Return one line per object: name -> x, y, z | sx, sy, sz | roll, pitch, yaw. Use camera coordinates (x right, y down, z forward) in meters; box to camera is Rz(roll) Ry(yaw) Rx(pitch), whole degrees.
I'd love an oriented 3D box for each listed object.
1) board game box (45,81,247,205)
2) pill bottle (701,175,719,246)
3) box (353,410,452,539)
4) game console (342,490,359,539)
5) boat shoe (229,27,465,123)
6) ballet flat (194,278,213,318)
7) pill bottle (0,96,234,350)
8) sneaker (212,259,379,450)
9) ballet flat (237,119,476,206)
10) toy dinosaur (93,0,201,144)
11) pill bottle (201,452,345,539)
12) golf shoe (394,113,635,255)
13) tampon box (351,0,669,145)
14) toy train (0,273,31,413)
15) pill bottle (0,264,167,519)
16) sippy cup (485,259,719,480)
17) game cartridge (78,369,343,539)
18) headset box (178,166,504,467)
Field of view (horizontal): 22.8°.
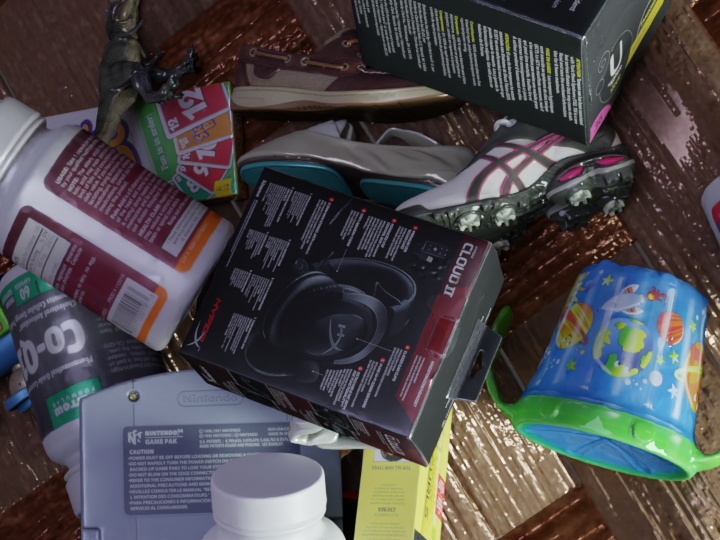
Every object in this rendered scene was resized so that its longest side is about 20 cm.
board game box -> -0.191, -0.093, 1.492 | 0.198, 0.030, 0.097 | -9, 79, 21
pill bottle -> 0.325, 0.015, 1.240 | 0.110, 0.111, 0.202 | -26, 75, 15
box -> 0.033, 0.154, 1.324 | 0.050, 0.075, 0.202 | -2, 66, 18
game console -> -0.042, 0.271, 1.387 | 0.175, 0.031, 0.203 | 0, 82, 24
boat shoe -> -0.011, -0.157, 1.412 | 0.198, 0.072, 0.073 | 1, 84, 27
ballet flat -> -0.052, -0.010, 1.416 | 0.199, 0.068, 0.073 | -32, 54, 17
pill bottle -> -0.205, -0.038, 1.348 | 0.199, 0.114, 0.115 | 32, 94, -3
sneaker -> -0.044, 0.065, 1.311 | 0.198, 0.074, 0.116 | 17, 72, 29
ballet flat -> 0.001, -0.085, 1.405 | 0.198, 0.069, 0.070 | 10, 86, 19
toy dinosaur -> -0.183, -0.157, 1.461 | 0.087, 0.048, 0.201 | -4, 47, 12
pill bottle -> -0.062, 0.240, 1.287 | 0.110, 0.111, 0.202 | 4, 108, 20
golf shoe -> 0.105, -0.065, 1.332 | 0.198, 0.077, 0.089 | -16, 64, -15
tampon box -> 0.111, -0.213, 1.318 | 0.198, 0.127, 0.151 | 23, 64, 22
toy train -> -0.352, 0.099, 1.500 | 0.199, 0.085, 0.116 | -34, 86, 13
pill bottle -> -0.210, 0.087, 1.425 | 0.112, 0.113, 0.202 | -24, 75, 15
sippy cup -> 0.188, 0.068, 1.280 | 0.176, 0.139, 0.132 | 21, 76, -17
game cartridge -> -0.113, 0.142, 1.352 | 0.197, 0.042, 0.135 | 0, 77, -10
headset box -> -0.002, 0.034, 1.237 | 0.198, 0.077, 0.150 | 18, 74, 18
